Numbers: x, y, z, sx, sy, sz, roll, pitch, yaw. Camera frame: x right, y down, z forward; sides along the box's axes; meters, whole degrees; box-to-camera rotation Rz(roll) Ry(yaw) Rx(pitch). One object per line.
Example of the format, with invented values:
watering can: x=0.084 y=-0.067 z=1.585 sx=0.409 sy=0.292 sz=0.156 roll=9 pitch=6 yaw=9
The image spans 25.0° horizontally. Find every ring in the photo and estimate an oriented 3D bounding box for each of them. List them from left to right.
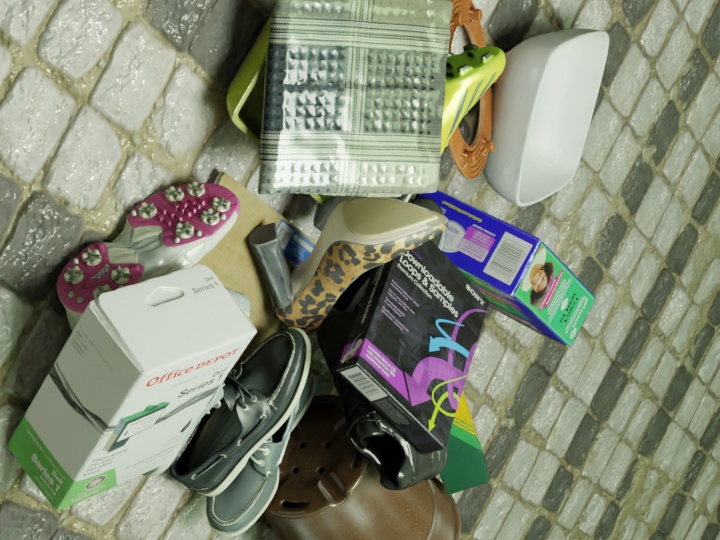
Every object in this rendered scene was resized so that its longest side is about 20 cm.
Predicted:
ring: x=0.118 y=-0.198 z=1.733 sx=0.200 sy=0.019 sz=0.202 roll=-2 pitch=90 yaw=-71

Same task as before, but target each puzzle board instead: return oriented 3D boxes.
puzzle board: x=-0.124 y=0.005 z=1.604 sx=0.152 sy=0.017 sz=0.200 roll=-63 pitch=148 yaw=-6

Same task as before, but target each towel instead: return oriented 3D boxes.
towel: x=-0.004 y=-0.164 z=1.509 sx=0.199 sy=0.034 sz=0.194 roll=-1 pitch=100 yaw=-32

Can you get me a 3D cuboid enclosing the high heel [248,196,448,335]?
high heel: x=0.000 y=0.000 z=1.613 sx=0.072 sy=0.198 sz=0.143 roll=-87 pitch=164 yaw=-45

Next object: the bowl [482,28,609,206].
bowl: x=0.205 y=-0.186 z=1.881 sx=0.200 sy=0.074 sz=0.201 roll=-27 pitch=132 yaw=-58

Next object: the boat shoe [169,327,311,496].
boat shoe: x=-0.126 y=0.137 z=1.625 sx=0.200 sy=0.075 sz=0.066 roll=-51 pitch=142 yaw=14

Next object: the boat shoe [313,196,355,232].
boat shoe: x=0.026 y=-0.116 z=1.657 sx=0.067 sy=0.074 sz=0.201 roll=31 pitch=84 yaw=-15

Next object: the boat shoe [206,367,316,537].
boat shoe: x=-0.109 y=0.176 z=1.678 sx=0.201 sy=0.072 sz=0.062 roll=-63 pitch=162 yaw=-18

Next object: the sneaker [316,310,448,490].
sneaker: x=0.013 y=0.132 z=1.652 sx=0.076 sy=0.201 sz=0.091 roll=-37 pitch=173 yaw=34

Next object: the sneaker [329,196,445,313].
sneaker: x=0.027 y=-0.013 z=1.728 sx=0.200 sy=0.075 sz=0.116 roll=-53 pitch=166 yaw=-18

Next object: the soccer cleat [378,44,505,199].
soccer cleat: x=0.070 y=-0.148 z=1.612 sx=0.200 sy=0.065 sz=0.084 roll=-41 pitch=121 yaw=-16

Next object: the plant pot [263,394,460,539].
plant pot: x=-0.018 y=0.250 z=1.771 sx=0.201 sy=0.199 sz=0.199 roll=-53 pitch=137 yaw=-19

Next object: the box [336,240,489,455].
box: x=0.057 y=0.064 z=1.654 sx=0.143 sy=0.036 sz=0.201 roll=44 pitch=45 yaw=-27

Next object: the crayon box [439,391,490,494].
crayon box: x=0.080 y=0.118 z=1.813 sx=0.058 sy=0.201 sz=0.173 roll=-18 pitch=138 yaw=1

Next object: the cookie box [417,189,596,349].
cookie box: x=0.160 y=-0.003 z=1.865 sx=0.076 sy=0.170 sz=0.200 roll=-59 pitch=147 yaw=-4

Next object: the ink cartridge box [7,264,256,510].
ink cartridge box: x=-0.200 y=0.101 z=1.423 sx=0.146 sy=0.084 sz=0.200 roll=-20 pitch=154 yaw=-48

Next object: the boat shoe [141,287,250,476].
boat shoe: x=-0.157 y=0.108 z=1.552 sx=0.071 sy=0.070 sz=0.202 roll=7 pitch=112 yaw=-47

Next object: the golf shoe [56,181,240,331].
golf shoe: x=-0.189 y=-0.006 z=1.464 sx=0.200 sy=0.075 sz=0.092 roll=-37 pitch=150 yaw=-29

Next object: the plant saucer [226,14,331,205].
plant saucer: x=-0.045 y=-0.193 z=1.558 sx=0.201 sy=0.048 sz=0.200 roll=-60 pitch=148 yaw=-8

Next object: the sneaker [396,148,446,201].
sneaker: x=0.045 y=-0.097 z=1.735 sx=0.200 sy=0.077 sz=0.089 roll=-51 pitch=153 yaw=-17
